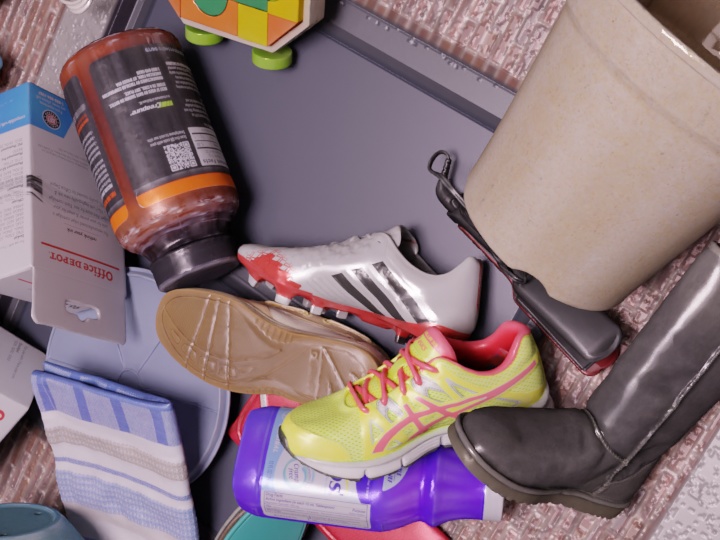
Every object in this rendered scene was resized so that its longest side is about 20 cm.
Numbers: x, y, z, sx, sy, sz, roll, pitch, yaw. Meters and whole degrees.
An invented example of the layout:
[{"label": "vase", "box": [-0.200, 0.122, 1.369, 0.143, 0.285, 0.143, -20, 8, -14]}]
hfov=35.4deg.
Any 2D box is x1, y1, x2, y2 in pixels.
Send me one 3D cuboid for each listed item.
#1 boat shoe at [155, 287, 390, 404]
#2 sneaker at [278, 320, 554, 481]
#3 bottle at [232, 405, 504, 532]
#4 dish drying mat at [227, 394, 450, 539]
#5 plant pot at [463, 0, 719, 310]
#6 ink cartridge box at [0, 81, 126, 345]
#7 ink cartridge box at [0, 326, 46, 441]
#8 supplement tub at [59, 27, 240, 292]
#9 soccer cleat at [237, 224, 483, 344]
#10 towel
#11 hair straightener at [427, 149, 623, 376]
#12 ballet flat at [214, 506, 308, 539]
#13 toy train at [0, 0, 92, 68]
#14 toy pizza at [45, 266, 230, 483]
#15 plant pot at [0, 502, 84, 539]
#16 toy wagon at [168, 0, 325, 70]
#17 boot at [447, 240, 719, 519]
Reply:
[{"label": "boat shoe", "box": [-0.067, 0.062, 0.895, 0.199, 0.069, 0.074, 19, 100, 19]}, {"label": "sneaker", "box": [0.037, 0.081, 0.791, 0.199, 0.078, 0.091, -13, 119, -12]}, {"label": "bottle", "box": [0.008, 0.152, 0.841, 0.199, 0.065, 0.084, 6, 58, 9]}, {"label": "dish drying mat", "box": [-0.023, 0.173, 0.907, 0.200, 0.018, 0.077, 42, 109, 19]}, {"label": "plant pot", "box": [0.169, -0.082, 0.718, 0.201, 0.200, 0.184, 47, 123, 17]}, {"label": "ink cartridge box", "box": [-0.256, -0.037, 0.934, 0.068, 0.116, 0.201, -15, 70, 26]}, {"label": "ink cartridge box", "box": [-0.403, 0.093, 1.001, 0.200, 0.085, 0.145, 35, 114, -21]}, {"label": "supplement tub", "box": [-0.165, -0.086, 0.917, 0.107, 0.107, 0.201, -25, 81, 25]}, {"label": "soccer cleat", "box": [0.000, 0.000, 0.865, 0.199, 0.069, 0.086, 19, 92, 22]}, {"label": "towel", "box": [-0.203, 0.177, 0.951, 0.146, 0.024, 0.201, 13, 123, 25]}, {"label": "hair straightener", "box": [0.113, -0.016, 0.801, 0.041, 0.077, 0.200, -34, 71, -6]}, {"label": "ballet flat", "box": [-0.102, 0.242, 0.927, 0.201, 0.067, 0.064, -65, 23, 15]}, {"label": "toy train", "box": [-0.313, -0.241, 1.017, 0.199, 0.056, 0.151, -26, 86, 27]}, {"label": "toy pizza", "box": [-0.192, 0.097, 0.981, 0.199, 0.032, 0.201, 2, 95, 27]}, {"label": "plant pot", "box": [-0.297, 0.273, 0.945, 0.199, 0.200, 0.135, 4, 97, 26]}, {"label": "toy wagon", "box": [-0.115, -0.249, 0.885, 0.199, 0.040, 0.156, 22, 128, 22]}, {"label": "boot", "box": [0.174, 0.067, 0.730, 0.200, 0.181, 0.073, -52, 43, 26]}]
